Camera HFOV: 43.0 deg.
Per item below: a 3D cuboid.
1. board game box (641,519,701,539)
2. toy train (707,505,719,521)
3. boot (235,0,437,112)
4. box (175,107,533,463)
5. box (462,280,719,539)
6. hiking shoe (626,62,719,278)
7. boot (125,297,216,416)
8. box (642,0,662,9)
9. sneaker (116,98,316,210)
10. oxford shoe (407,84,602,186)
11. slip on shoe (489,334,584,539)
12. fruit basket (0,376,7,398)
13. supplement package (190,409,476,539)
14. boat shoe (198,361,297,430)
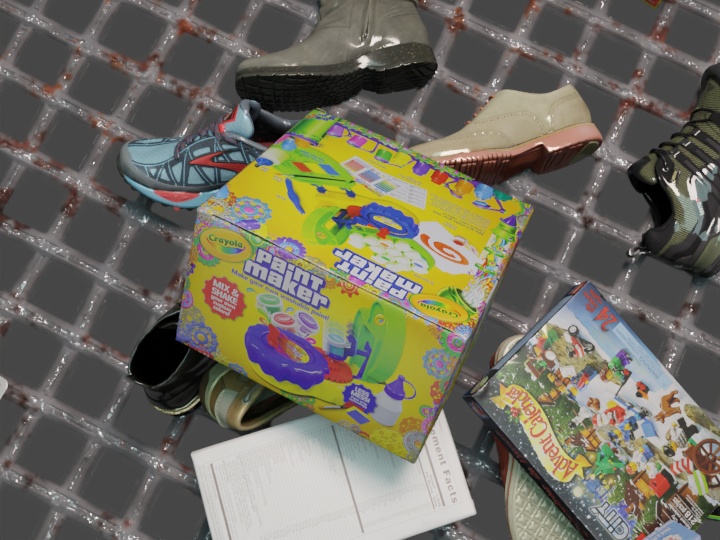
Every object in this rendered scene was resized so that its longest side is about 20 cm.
[{"bbox_3d":[0.210,0.314,0.690,0.150,0.036,0.203,-25,108,-21],"label":"board game box"},{"bbox_3d":[0.285,0.183,0.784,0.197,0.042,0.057,9,87,0],"label":"toy train"},{"bbox_3d":[-0.030,-0.228,0.861,0.197,0.068,0.133,-10,73,-12],"label":"boot"},{"bbox_3d":[0.000,0.000,0.688,0.198,0.123,0.193,26,36,10],"label":"box"},{"bbox_3d":[0.198,0.130,0.736,0.136,0.038,0.200,-42,89,-12],"label":"box"},{"bbox_3d":[0.298,-0.101,0.829,0.099,0.076,0.203,12,78,-2],"label":"hiking shoe"},{"bbox_3d":[-0.117,0.025,0.756,0.077,0.138,0.202,25,76,4],"label":"boot"},{"bbox_3d":[0.280,-0.319,0.814,0.075,0.200,0.050,37,78,6],"label":"box"},{"bbox_3d":[-0.114,-0.113,0.802,0.197,0.096,0.080,-1,45,-7],"label":"sneaker"},{"bbox_3d":[0.119,-0.121,0.837,0.197,0.071,0.075,-12,73,-15],"label":"oxford shoe"},{"bbox_3d":[0.146,0.157,0.775,0.073,0.061,0.203,-7,82,-10],"label":"slip on shoe"},{"bbox_3d":[-0.415,0.124,0.750,0.198,0.094,0.187,30,78,8],"label":"fruit basket"},{"bbox_3d":[-0.021,0.174,0.739,0.197,0.110,0.115,-16,77,-5],"label":"supplement package"},{"bbox_3d":[-0.033,0.073,0.758,0.199,0.076,0.072,-36,122,-23],"label":"boat shoe"}]
